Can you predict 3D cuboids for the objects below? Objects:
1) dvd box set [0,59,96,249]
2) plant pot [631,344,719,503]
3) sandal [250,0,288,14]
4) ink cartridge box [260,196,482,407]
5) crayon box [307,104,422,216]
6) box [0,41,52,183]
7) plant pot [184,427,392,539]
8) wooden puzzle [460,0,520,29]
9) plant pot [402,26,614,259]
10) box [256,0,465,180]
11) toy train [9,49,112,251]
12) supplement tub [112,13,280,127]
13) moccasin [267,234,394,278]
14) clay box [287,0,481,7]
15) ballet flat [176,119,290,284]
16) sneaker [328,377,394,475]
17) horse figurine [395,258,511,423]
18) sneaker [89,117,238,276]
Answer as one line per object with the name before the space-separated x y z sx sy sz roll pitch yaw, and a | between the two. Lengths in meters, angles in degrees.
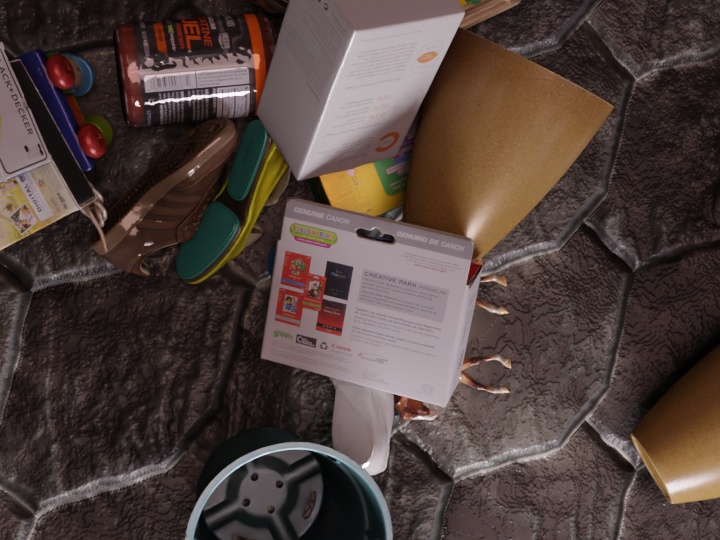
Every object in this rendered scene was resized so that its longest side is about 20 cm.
dvd box set | -0.357 -0.095 0.976 0.147 0.200 0.029 62 35 -9
plant pot | 0.426 0.182 1.187 0.200 0.186 0.187 -29 100 3
sandal | -0.085 -0.306 1.084 0.200 0.055 0.082 32 63 -5
ink cartridge box | 0.015 0.022 1.032 0.199 0.084 0.176 14 108 13
crayon box | 0.037 -0.134 1.126 0.200 0.058 0.119 -25 99 -11
box | -0.386 -0.122 0.923 0.199 0.060 0.117 -10 106 32
plant pot | -0.087 0.254 1.049 0.199 0.196 0.201 -1 93 -13
wooden puzzle | 0.063 -0.347 1.134 0.200 0.037 0.185 -28 99 -15
plant pot | 0.129 -0.119 1.041 0.186 0.186 0.200 23 102 -14
box | -0.006 -0.195 0.968 0.124 0.200 0.098 -17 63 -30
toy train | -0.282 -0.124 1.024 0.084 0.116 0.201 -19 104 13
supplement tub | -0.149 -0.209 1.051 0.199 0.107 0.107 -8 96 -14
moccasin | 0.000 0.000 1.116 0.199 0.068 0.081 7 107 9
clay box | 0.020 -0.302 1.058 0.199 0.048 0.115 -17 83 -24
ballet flat | -0.123 -0.067 1.080 0.067 0.067 0.200 11 114 -50
sneaker | 0.008 0.127 1.135 0.075 0.088 0.201 -5 70 25
horse figurine | 0.103 0.072 1.154 0.132 0.050 0.201 -2 103 3
sneaker | -0.189 -0.075 1.059 0.200 0.071 0.076 -39 123 14
